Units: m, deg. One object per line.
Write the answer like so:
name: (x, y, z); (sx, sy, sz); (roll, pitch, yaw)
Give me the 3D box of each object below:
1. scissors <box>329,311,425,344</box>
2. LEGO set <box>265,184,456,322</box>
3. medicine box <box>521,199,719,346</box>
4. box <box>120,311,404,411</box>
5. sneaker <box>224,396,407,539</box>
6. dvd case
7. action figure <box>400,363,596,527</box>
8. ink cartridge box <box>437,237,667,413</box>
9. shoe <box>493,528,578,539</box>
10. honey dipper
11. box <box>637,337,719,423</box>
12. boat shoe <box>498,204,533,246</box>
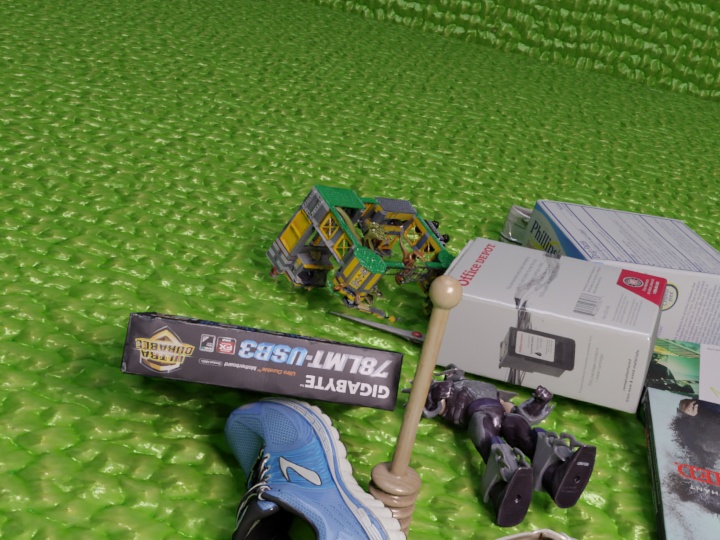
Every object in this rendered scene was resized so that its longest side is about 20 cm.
scissors: (0.067, 0.071, 1.075); (0.199, 0.014, 0.073); (12, 23, -5)
LEGO set: (0.000, 0.000, 1.128); (0.200, 0.116, 0.154); (-7, 52, -53)
medicine box: (0.302, 0.009, 1.233); (0.199, 0.103, 0.182); (7, 23, -13)
box: (-0.078, 0.069, 0.859); (0.198, 0.050, 0.200); (8, -4, -6)
sneaker: (-0.050, 0.151, 0.734); (0.089, 0.079, 0.200); (1, 25, -33)
dvd case: (0.307, 0.179, 0.885); (0.145, 0.022, 0.200); (14, 35, 2)
action figure: (0.111, 0.126, 0.898); (0.130, 0.070, 0.200); (-2, 22, -20)
ink cartridge box: (0.181, 0.047, 1.045); (0.199, 0.084, 0.145); (13, 26, 17)
shoe: (0.116, 0.207, 0.717); (0.199, 0.054, 0.070); (-2, 26, -31)
honey dipper: (0.036, 0.095, 0.751); (0.038, 0.201, 0.038); (10, 21, -4)
box: (0.333, 0.125, 1.057); (0.144, 0.036, 0.200); (7, 21, -11)
boat shoe: (0.278, -0.039, 1.384); (0.199, 0.066, 0.072); (14, 22, 5)
